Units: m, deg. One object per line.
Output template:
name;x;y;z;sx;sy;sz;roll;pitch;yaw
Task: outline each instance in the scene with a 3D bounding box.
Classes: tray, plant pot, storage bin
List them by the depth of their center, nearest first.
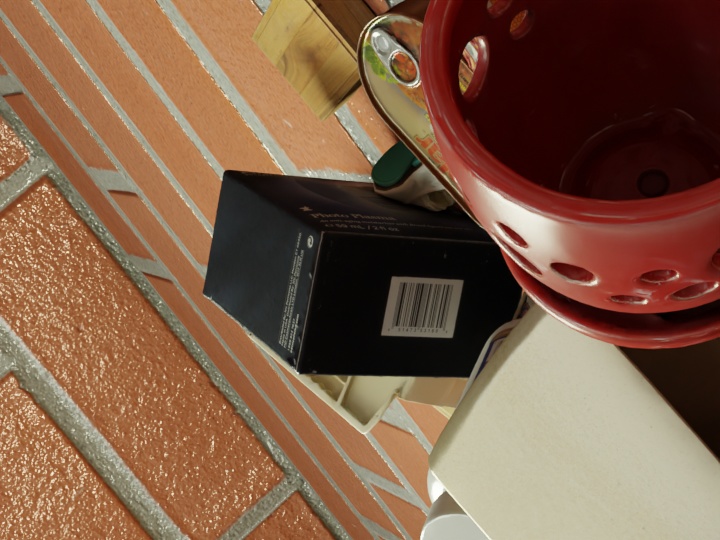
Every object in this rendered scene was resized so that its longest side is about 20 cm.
plant pot;0.139;-0.069;0.836;0.200;0.200;0.183;42;168;27
plant pot;0.162;0.100;1.074;0.200;0.177;0.200;49;-149;2
tray;-0.035;-0.191;1.397;0.099;0.037;0.200;50;167;-2
storage bin;0.036;0.086;1.608;0.199;0.094;0.198;16;-163;-48

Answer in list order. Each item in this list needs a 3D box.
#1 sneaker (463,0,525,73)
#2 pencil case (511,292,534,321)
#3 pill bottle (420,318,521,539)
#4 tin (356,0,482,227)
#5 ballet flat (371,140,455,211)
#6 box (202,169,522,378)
sneaker;0.117;-0.105;1.039;0.073;0.077;0.201;26;141;57
pencil case;0.197;0.100;1.367;0.201;0.078;0.089;57;178;-27
pill bottle;0.114;0.137;1.235;0.110;0.200;0.112;14;133;15
tin;0.079;-0.107;1.195;0.200;0.042;0.112;48;142;4
ballet flat;0.064;-0.078;1.344;0.070;0.069;0.200;51;163;-8
box;0.000;0.000;1.400;0.198;0.199;0.124;31;114;57
